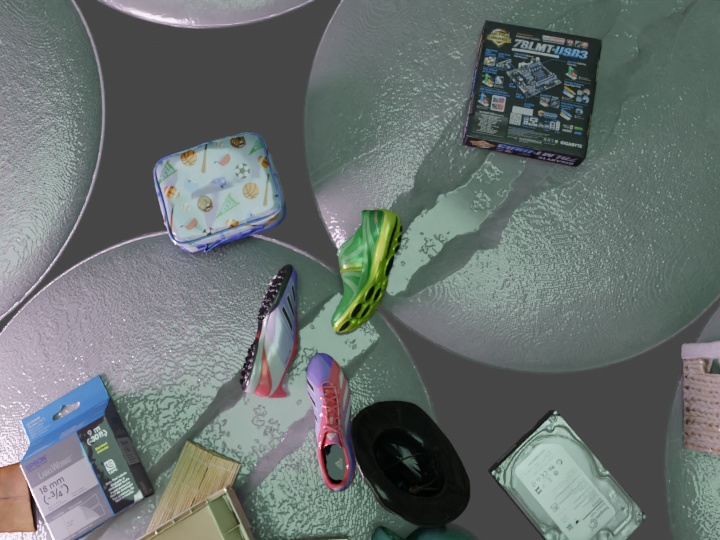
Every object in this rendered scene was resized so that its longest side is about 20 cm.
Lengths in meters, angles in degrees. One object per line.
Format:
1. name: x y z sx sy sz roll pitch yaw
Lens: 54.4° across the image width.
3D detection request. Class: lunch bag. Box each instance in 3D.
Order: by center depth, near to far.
1. lunch bag: -0.221 -0.117 1.097 0.196 0.076 0.164 -18 83 -3

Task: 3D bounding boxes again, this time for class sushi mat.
1. sushi mat: -0.260 0.367 1.048 0.094 0.012 0.204 23 82 3

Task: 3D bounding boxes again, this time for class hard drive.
1. hard drive: 0.304 0.330 1.036 0.139 0.038 0.201 -39 83 -5

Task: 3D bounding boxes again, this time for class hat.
1. hat: 0.059 0.292 1.017 0.197 0.082 0.203 18 39 -15

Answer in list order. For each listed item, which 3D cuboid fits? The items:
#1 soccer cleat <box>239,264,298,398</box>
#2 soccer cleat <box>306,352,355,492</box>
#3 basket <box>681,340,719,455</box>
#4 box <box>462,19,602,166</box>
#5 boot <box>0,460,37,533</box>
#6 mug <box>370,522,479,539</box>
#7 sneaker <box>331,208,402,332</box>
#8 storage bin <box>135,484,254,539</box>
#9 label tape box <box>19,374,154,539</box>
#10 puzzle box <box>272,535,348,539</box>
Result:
1. soccer cleat: -0.123 0.093 1.073 0.072 0.068 0.205 20 77 -20
2. soccer cleat: -0.043 0.223 1.037 0.065 0.077 0.205 -8 81 -1
3. basket: 0.577 0.185 0.976 0.195 0.198 0.165 7 83 1
4. box: 0.277 -0.287 1.131 0.195 0.050 0.204 10 80 3
5. boot: -0.577 0.389 1.036 0.195 0.069 0.193 -5 73 -8
6. mug: 0.106 0.442 0.980 0.180 0.114 0.156 -2 81 0
7. sneaker: 0.000 0.000 1.086 0.082 0.074 0.204 20 84 29
8. storage bin: -0.221 0.438 0.976 0.196 0.094 0.203 -29 79 -1
9. label tape box: -0.417 0.279 1.039 0.142 0.063 0.203 -29 82 -5
10. puzzle box: -0.076 0.497 1.018 0.129 0.025 0.205 -2 81 0
